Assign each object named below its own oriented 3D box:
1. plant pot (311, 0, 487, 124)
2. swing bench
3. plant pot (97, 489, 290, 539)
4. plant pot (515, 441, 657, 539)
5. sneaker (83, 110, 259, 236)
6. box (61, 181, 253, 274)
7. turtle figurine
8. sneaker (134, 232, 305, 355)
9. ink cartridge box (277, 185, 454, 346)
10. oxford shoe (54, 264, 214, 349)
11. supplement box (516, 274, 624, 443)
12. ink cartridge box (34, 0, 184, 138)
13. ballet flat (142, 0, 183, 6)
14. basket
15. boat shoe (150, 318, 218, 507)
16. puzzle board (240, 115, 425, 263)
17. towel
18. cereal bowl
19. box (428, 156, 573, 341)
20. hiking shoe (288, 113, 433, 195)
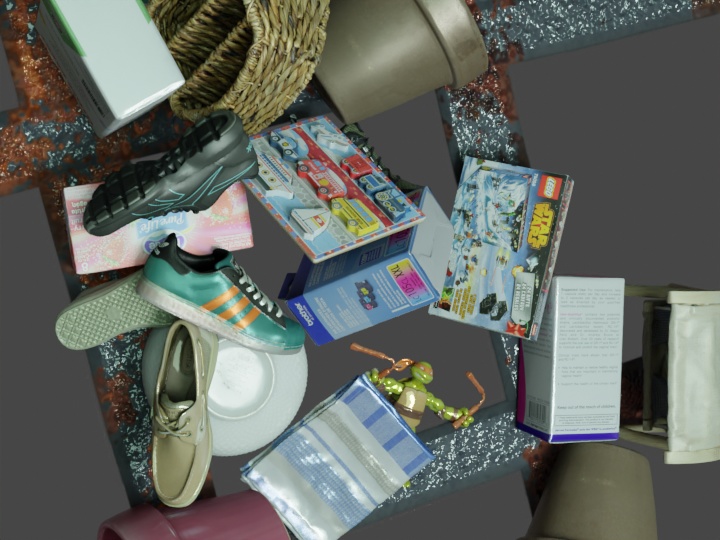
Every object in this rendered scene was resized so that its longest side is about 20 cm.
[{"bbox_3d":[0.022,-0.260,1.228,0.174,0.200,0.201,-36,102,-1],"label":"plant pot"},{"bbox_3d":[0.390,0.120,1.355,0.127,0.200,0.203,1,93,-17],"label":"swing bench"},{"bbox_3d":[-0.175,0.341,1.211,0.177,0.199,0.204,-18,98,-30],"label":"plant pot"},{"bbox_3d":[0.294,0.314,1.358,0.197,0.200,0.178,18,70,-17],"label":"plant pot"},{"bbox_3d":[-0.195,-0.083,1.126,0.198,0.076,0.080,-30,132,4],"label":"sneaker"},{"bbox_3d":[-0.228,-0.059,1.210,0.197,0.102,0.097,-10,95,-17],"label":"box"},{"bbox_3d":[0.045,0.172,1.325,0.198,0.064,0.163,23,94,-25],"label":"turtle figurine"},{"bbox_3d":[-0.138,0.026,1.167,0.198,0.071,0.081,24,99,-22],"label":"sneaker"},{"bbox_3d":[0.000,0.000,1.233,0.198,0.137,0.077,-23,118,27],"label":"ink cartridge box"},{"bbox_3d":[-0.247,0.033,1.213,0.197,0.058,0.076,-19,105,1],"label":"oxford shoe"},{"bbox_3d":[0.264,0.106,1.368,0.101,0.101,0.204,0,93,-17],"label":"supplement box"},{"bbox_3d":[-0.268,-0.230,1.139,0.083,0.200,0.146,-31,101,-16],"label":"ink cartridge box"},{"bbox_3d":[-0.199,-0.323,1.228,0.197,0.067,0.068,16,72,-16],"label":"ballet flat"},{"bbox_3d":[-0.144,-0.238,1.142,0.147,0.199,0.145,24,60,-29],"label":"basket"},{"bbox_3d":[-0.197,0.153,1.164,0.071,0.065,0.204,6,84,14],"label":"boat shoe"},{"bbox_3d":[-0.044,-0.097,1.175,0.149,0.200,0.018,-21,141,-31],"label":"puzzle board"},{"bbox_3d":[-0.028,0.234,1.289,0.199,0.024,0.147,-40,100,10],"label":"towel"},{"bbox_3d":[-0.153,0.119,1.252,0.196,0.083,0.204,-1,93,-15],"label":"cereal bowl"},{"bbox_3d":[0.172,-0.028,1.326,0.135,0.040,0.204,14,89,25],"label":"box"},{"bbox_3d":[0.001,-0.125,1.289,0.197,0.076,0.103,12,93,-16],"label":"hiking shoe"}]
